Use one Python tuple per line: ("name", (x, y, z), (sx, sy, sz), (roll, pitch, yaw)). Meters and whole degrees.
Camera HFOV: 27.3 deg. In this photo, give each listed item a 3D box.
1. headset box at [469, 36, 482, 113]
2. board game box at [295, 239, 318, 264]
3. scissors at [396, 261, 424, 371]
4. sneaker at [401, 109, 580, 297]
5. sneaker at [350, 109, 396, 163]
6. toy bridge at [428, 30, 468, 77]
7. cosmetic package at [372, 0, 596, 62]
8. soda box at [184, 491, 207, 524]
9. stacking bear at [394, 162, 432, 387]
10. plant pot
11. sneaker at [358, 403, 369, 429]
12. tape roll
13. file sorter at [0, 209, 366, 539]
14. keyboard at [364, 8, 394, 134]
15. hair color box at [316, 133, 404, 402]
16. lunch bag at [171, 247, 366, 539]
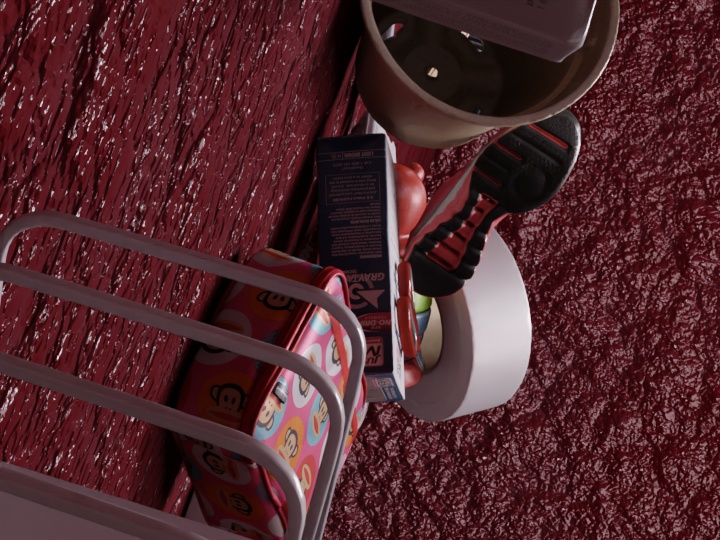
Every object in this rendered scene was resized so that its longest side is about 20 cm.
("headset box", (0.160, -0.321, 2.188), (0.200, 0.093, 0.174), (-67, 174, -47))
("board game box", (-0.070, 0.059, 1.400), (0.200, 0.019, 0.103), (101, 10, -66))
("scissors", (0.044, 0.065, 1.254), (0.200, 0.014, 0.073), (80, 7, -57))
("sneaker", (0.101, -0.072, 1.257), (0.200, 0.074, 0.087), (-46, -157, 18))
("sneaker", (0.011, -0.090, 1.473), (0.200, 0.075, 0.089), (97, 1, -68))
("toy bridge", (0.069, -0.237, 1.306), (0.027, 0.067, 0.200), (25, 74, -59))
("cosmetic package", (0.069, -0.224, 0.834), (0.200, 0.166, 0.168), (-50, 159, -82))
("soda box", (-0.088, 0.152, 1.225), (0.064, 0.068, 0.200), (60, 49, -83))
("stacking bear", (0.014, -0.002, 1.356), (0.114, 0.121, 0.200), (29, -63, 59))
("plant pot", (0.077, -0.184, 1.175), (0.183, 0.200, 0.201), (138, -26, -73))
("sneaker", (-0.059, 0.164, 1.440), (0.200, 0.076, 0.077), (-55, 169, 2))
("tape roll", (0.078, 0.044, 1.434), (0.202, 0.071, 0.203), (29, -55, 53))
("file sorter", (-0.085, 0.082, 0.414), (0.200, 0.139, 0.125), (-63, 168, -64))
("keyboard", (0.022, -0.208, 1.314), (0.056, 0.011, 0.200), (-75, 175, -48))
("hair color box", (0.000, 0.000, 1.203), (0.100, 0.060, 0.200), (67, 20, -71))
("lunch bag", (-0.054, 0.084, 1.039), (0.200, 0.082, 0.176), (80, 30, -52))
